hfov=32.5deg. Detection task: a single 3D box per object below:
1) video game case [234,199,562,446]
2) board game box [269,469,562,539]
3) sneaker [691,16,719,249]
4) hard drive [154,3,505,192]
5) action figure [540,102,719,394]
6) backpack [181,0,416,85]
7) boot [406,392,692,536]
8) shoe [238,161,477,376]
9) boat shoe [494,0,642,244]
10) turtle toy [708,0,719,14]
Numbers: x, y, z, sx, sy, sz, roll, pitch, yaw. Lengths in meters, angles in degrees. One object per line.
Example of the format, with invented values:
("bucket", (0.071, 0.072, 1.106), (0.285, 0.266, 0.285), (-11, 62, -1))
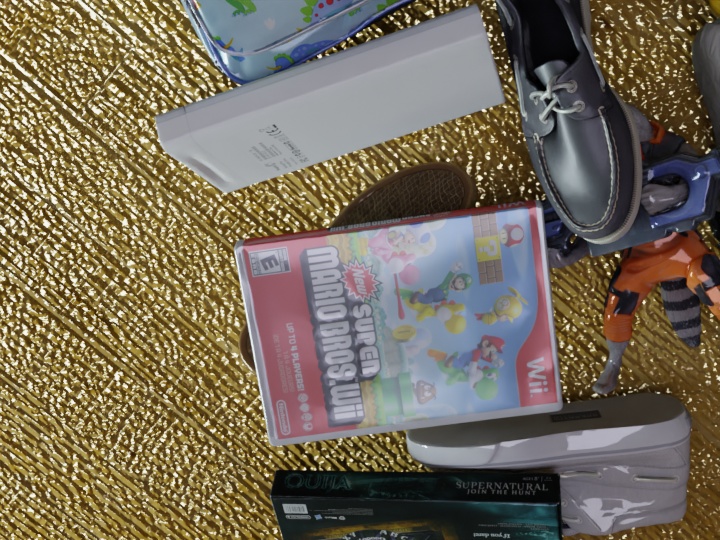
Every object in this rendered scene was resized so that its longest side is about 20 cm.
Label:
("video game case", (0.027, 0.036, 0.808), (0.198, 0.017, 0.144), (-8, 108, 4))
("board game box", (0.045, 0.196, 0.879), (0.198, 0.028, 0.136), (0, 131, 11))
("sneaker", (0.262, -0.069, 0.797), (0.072, 0.072, 0.202), (-13, 111, -2))
("hard drive", (-0.013, -0.102, 0.769), (0.198, 0.132, 0.027), (-17, 78, 8))
("action figure", (0.170, -0.020, 0.823), (0.199, 0.104, 0.195), (-7, 104, 37))
("backpack", (-0.044, -0.230, 0.716), (0.182, 0.147, 0.201), (-26, 103, 8))
("boot", (0.134, 0.147, 0.872), (0.198, 0.074, 0.096), (-4, 108, 7))
("shoe", (0.000, 0.000, 0.846), (0.200, 0.053, 0.070), (-40, 72, 10))
("boat shoe", (0.115, -0.113, 0.753), (0.072, 0.063, 0.202), (-18, 82, 36))
("turtle toy", (0.300, -0.211, 0.728), (0.198, 0.101, 0.146), (16, 130, -5))
